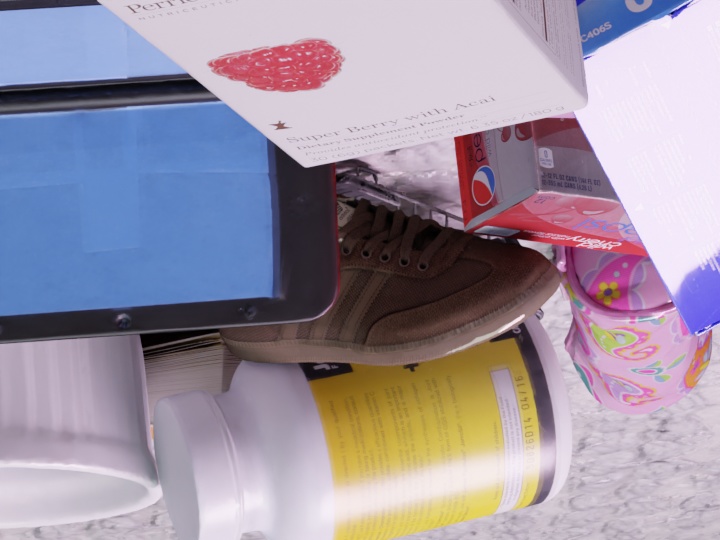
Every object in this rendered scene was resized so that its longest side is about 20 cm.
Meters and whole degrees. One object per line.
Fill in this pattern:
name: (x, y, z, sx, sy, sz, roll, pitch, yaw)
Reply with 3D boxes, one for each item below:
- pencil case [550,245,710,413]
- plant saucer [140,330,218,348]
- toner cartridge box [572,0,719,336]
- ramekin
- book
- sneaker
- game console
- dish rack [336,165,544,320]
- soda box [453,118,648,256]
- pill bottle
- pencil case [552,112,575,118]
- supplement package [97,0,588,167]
pencil case: (0.148, 0.013, 1.616, 0.087, 0.088, 0.200, -7, 162, 5)
plant saucer: (-0.163, 0.031, 1.678, 0.200, 0.030, 0.200, -3, 164, -1)
toner cartridge box: (0.142, -0.059, 1.224, 0.095, 0.043, 0.200, -28, 141, 4)
ramekin: (-0.205, 0.074, 1.582, 0.200, 0.098, 0.200, -3, 167, -1)
book: (-0.091, 0.078, 1.699, 0.133, 0.048, 0.200, 12, 165, -42)
sneaker: (0.000, 0.000, 1.464, 0.200, 0.076, 0.070, -8, -154, 35)
game console: (-0.106, -0.051, 1.296, 0.199, 0.119, 0.172, -4, 163, -5)
dish rack: (-0.013, 0.000, 1.598, 0.153, 0.055, 0.200, -16, 160, 29)
soda box: (0.143, -0.048, 1.464, 0.200, 0.070, 0.063, 8, 158, -34)
pill bottle: (0.000, 0.085, 1.547, 0.200, 0.112, 0.112, -12, 165, -17)
pencil case: (0.086, -0.105, 1.251, 0.200, 0.088, 0.087, 2, 161, -22)
supplement package: (-0.007, -0.129, 1.073, 0.121, 0.120, 0.200, -11, 162, 17)
